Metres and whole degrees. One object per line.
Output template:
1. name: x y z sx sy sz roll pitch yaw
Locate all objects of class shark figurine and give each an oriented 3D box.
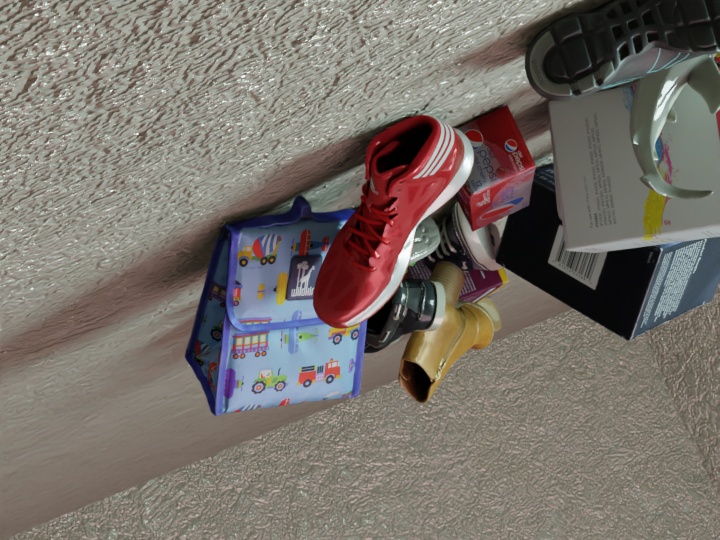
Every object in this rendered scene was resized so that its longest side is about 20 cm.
1. shark figurine: 0.252 -0.158 1.104 0.127 0.217 0.089 7 157 49

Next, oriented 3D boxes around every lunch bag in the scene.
1. lunch bag: -0.066 0.019 1.185 0.149 0.094 0.202 -5 126 -26

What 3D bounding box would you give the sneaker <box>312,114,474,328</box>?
1. sneaker: 0.007 -0.048 1.076 0.201 0.078 0.115 -58 155 3

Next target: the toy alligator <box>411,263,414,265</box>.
1. toy alligator: 0.000 0.000 1.470 0.198 0.055 0.059 -28 170 21

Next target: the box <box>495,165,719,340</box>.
1. box: 0.299 -0.038 1.506 0.197 0.199 0.125 -16 130 -47

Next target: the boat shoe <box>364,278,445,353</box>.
1. boat shoe: 0.020 0.048 1.449 0.067 0.073 0.200 3 166 -26

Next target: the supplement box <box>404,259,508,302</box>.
1. supplement box: 0.078 0.022 1.696 0.198 0.087 0.110 -19 169 -33

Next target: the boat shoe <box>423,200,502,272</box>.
1. boat shoe: 0.109 -0.034 1.530 0.091 0.076 0.200 -9 163 13

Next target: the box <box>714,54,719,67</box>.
1. box: 0.343 -0.148 1.353 0.034 0.111 0.199 -15 167 -42

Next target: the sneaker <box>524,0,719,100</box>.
1. sneaker: 0.216 -0.186 0.986 0.197 0.076 0.079 -17 -177 4

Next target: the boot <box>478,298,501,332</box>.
1. boot: 0.189 0.111 2.589 0.143 0.072 0.200 -22 170 26

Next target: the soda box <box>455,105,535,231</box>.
1. soda box: 0.123 -0.093 1.239 0.069 0.064 0.200 -24 171 3

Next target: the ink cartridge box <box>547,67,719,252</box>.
1. ink cartridge box: 0.292 -0.101 1.231 0.197 0.147 0.145 -9 176 21

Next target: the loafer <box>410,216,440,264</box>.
1. loafer: -0.014 -0.018 1.292 0.198 0.071 0.070 -10 160 -25

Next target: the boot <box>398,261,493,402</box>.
1. boot: 0.096 0.094 1.555 0.070 0.145 0.202 13 157 24
